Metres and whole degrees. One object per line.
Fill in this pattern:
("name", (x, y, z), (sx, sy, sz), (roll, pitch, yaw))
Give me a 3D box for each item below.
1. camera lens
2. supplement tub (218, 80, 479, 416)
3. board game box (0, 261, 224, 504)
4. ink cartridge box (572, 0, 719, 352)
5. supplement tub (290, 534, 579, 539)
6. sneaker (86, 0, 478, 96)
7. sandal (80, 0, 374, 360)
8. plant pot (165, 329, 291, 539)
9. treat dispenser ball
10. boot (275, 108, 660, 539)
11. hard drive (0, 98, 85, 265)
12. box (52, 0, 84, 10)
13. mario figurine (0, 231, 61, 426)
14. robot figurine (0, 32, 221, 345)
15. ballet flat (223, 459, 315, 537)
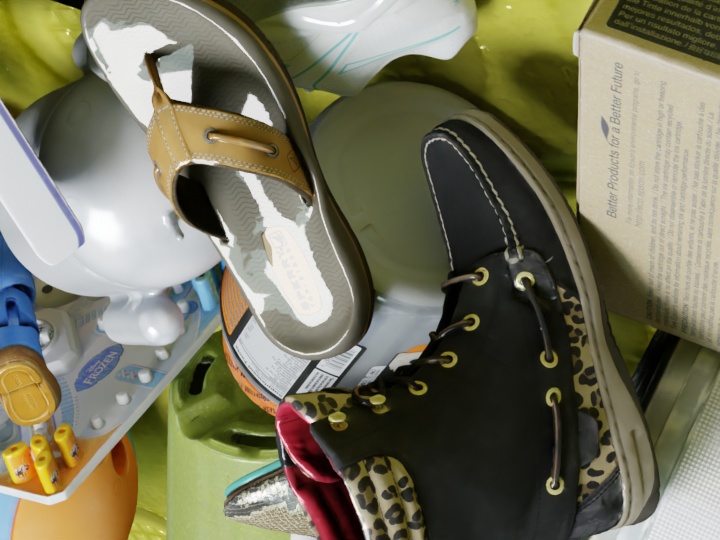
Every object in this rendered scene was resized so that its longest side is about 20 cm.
("camera lens", (0.212, 0.115, 1.208), (0.199, 0.161, 0.160), (25, 151, 9))
("supplement tub", (0.000, 0.000, 1.263), (0.122, 0.123, 0.200), (32, 152, -3))
("board game box", (-0.193, 0.041, 1.432), (0.199, 0.200, 0.026), (10, 133, 32))
("ink cartridge box", (0.178, -0.040, 1.083), (0.164, 0.075, 0.201), (22, 151, 17))
("supplement tub", (0.051, 0.171, 1.321), (0.144, 0.146, 0.200), (18, 155, 21))
("sneaker", (-0.038, -0.107, 1.160), (0.199, 0.071, 0.080), (-8, 145, 31))
("sandal", (-0.061, -0.041, 1.121), (0.081, 0.055, 0.201), (-16, 108, 29))
("plant pot", (-0.039, 0.131, 1.468), (0.199, 0.200, 0.191), (16, 137, 23))
("treat dispenser ball", (-0.241, 0.138, 1.623), (0.200, 0.202, 0.201), (22, 151, 13))
("boot", (0.033, 0.040, 1.110), (0.073, 0.150, 0.201), (-23, 88, 66))
("hard drive", (-0.202, -0.101, 1.205), (0.200, 0.025, 0.132), (49, 171, 49))
("box", (-0.184, -0.195, 1.215), (0.199, 0.036, 0.143), (17, 149, 19))
("mario figurine", (-0.203, 0.012, 1.407), (0.123, 0.201, 0.106), (28, 126, -26))
("robot figurine", (-0.120, -0.046, 1.287), (0.200, 0.112, 0.171), (174, 85, -68))
("ballet flat", (0.033, 0.089, 1.222), (0.076, 0.199, 0.068), (58, 172, 13))
